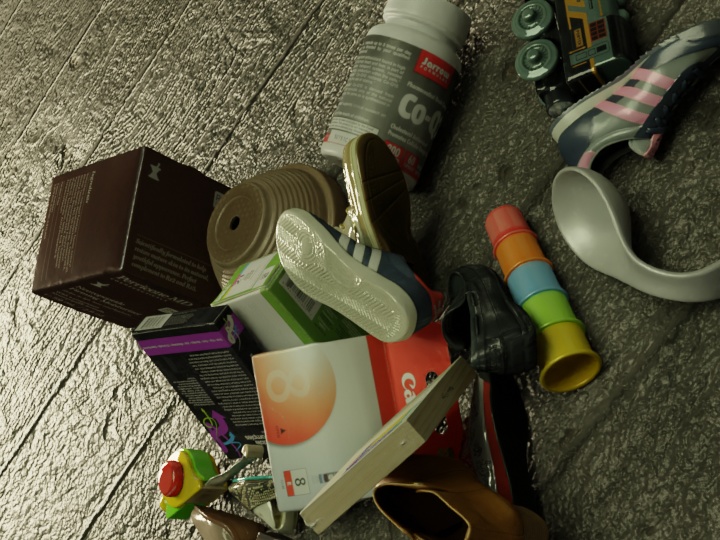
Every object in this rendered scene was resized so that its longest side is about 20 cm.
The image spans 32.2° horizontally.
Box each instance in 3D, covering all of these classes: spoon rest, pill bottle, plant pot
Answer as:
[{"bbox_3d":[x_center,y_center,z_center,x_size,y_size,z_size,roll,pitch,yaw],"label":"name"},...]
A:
[{"bbox_3d":[0.238,-0.028,1.124,0.200,0.060,0.100,36,143,45],"label":"spoon rest"},{"bbox_3d":[0.043,-0.199,1.369,0.114,0.114,0.201,20,87,47],"label":"pill bottle"},{"bbox_3d":[-0.116,-0.040,1.473,0.200,0.092,0.202,-20,60,38],"label":"plant pot"}]

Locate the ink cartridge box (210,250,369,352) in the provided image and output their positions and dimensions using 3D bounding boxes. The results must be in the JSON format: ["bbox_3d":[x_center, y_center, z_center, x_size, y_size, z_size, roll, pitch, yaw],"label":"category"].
[{"bbox_3d":[-0.105,0.070,1.362,0.199,0.148,0.076,-19,29,43],"label":"ink cartridge box"}]

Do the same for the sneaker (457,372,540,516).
[{"bbox_3d":[0.104,0.188,1.168,0.108,0.067,0.203,-26,58,32],"label":"sneaker"}]

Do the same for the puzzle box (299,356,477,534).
[{"bbox_3d":[0.029,0.151,1.102,0.133,0.200,0.025,-44,86,21],"label":"puzzle box"}]

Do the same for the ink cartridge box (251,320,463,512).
[{"bbox_3d":[-0.002,0.146,1.232,0.199,0.050,0.163,-13,85,25],"label":"ink cartridge box"}]

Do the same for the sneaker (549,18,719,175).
[{"bbox_3d":[0.275,-0.152,1.164,0.200,0.070,0.082,-37,66,31],"label":"sneaker"}]

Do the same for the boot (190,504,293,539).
[{"bbox_3d":[-0.136,0.345,1.342,0.199,0.070,0.147,8,85,53],"label":"boot"}]

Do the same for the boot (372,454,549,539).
[{"bbox_3d":[0.052,0.195,1.070,0.200,0.144,0.071,14,85,43],"label":"boot"}]

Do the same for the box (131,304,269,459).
[{"bbox_3d":[-0.143,0.126,1.357,0.142,0.201,0.036,-8,34,42],"label":"box"}]

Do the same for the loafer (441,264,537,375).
[{"bbox_3d":[0.109,0.043,1.184,0.201,0.070,0.069,-118,22,-68],"label":"loafer"}]

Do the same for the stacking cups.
[{"bbox_3d":[0.169,0.022,1.194,0.060,0.060,0.201,-41,43,24],"label":"stacking cups"}]

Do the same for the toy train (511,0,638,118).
[{"bbox_3d":[0.215,-0.249,1.251,0.113,0.085,0.201,-17,58,25],"label":"toy train"}]

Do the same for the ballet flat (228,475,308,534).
[{"bbox_3d":[-0.063,0.237,1.319,0.199,0.068,0.076,-23,66,33],"label":"ballet flat"}]

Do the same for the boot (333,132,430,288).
[{"bbox_3d":[-0.017,-0.042,1.327,0.154,0.072,0.201,-1,111,43],"label":"boot"}]

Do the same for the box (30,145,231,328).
[{"bbox_3d":[-0.287,-0.037,1.586,0.199,0.165,0.165,-11,64,42],"label":"box"}]

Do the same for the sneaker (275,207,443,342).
[{"bbox_3d":[0.000,0.000,1.241,0.200,0.084,0.075,40,128,30],"label":"sneaker"}]

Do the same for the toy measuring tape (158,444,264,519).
[{"bbox_3d":[-0.176,0.221,1.417,0.200,0.073,0.074,-42,46,40],"label":"toy measuring tape"}]
